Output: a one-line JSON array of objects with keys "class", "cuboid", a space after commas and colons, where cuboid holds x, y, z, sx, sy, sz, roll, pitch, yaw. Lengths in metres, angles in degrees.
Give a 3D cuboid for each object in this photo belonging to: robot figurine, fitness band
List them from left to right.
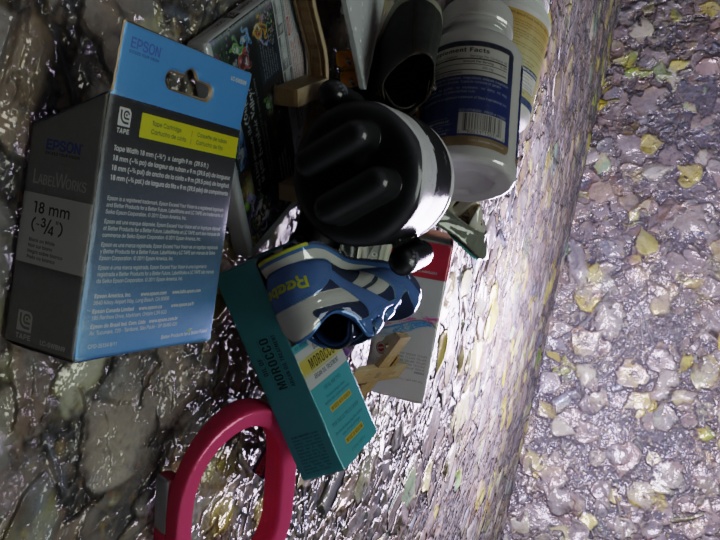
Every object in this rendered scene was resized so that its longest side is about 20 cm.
[{"class": "fitness band", "cuboid": [-0.119, 0.214, 0.711, 0.142, 0.037, 0.204, -15, 118, -45]}, {"class": "robot figurine", "cuboid": [0.013, -0.084, 0.702, 0.200, 0.123, 0.153, -12, 116, -70]}]

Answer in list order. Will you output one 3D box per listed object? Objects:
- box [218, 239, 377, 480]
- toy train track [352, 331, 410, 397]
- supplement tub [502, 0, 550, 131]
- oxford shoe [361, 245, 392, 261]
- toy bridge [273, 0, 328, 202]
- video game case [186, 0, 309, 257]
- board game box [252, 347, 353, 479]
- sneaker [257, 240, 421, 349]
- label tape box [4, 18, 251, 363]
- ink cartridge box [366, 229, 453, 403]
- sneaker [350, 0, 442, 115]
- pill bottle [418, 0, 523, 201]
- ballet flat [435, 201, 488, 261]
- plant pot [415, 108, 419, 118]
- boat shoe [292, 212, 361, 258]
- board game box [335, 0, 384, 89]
[{"class": "box", "cuboid": [-0.056, 0.080, 0.715, 0.082, 0.049, 0.203, -32, 100, -62]}, {"class": "toy train track", "cuboid": [-0.012, 0.143, 0.917, 0.114, 0.033, 0.201, 5, 125, -56]}, {"class": "supplement tub", "cuboid": [0.195, -0.313, 1.128, 0.144, 0.142, 0.204, 31, 73, -66]}, {"class": "oxford shoe", "cuboid": [0.000, 0.000, 0.934, 0.076, 0.057, 0.202, -89, -172, -51]}, {"class": "toy bridge", "cuboid": [-0.051, -0.162, 0.701, 0.067, 0.027, 0.204, -43, 138, -57]}, {"class": "video game case", "cuboid": [-0.080, -0.146, 0.706, 0.183, 0.023, 0.203, -56, 150, -44]}, {"class": "board game box", "cuboid": [-0.045, 0.124, 0.849, 0.120, 0.032, 0.201, -55, 180, 44]}, {"class": "sneaker", "cuboid": [-0.011, 0.034, 0.698, 0.198, 0.073, 0.084, 11, 56, -50]}, {"class": "label tape box", "cuboid": [-0.151, -0.050, 0.526, 0.144, 0.062, 0.204, -1, 101, -67]}, {"class": "ink cartridge box", "cuboid": [0.063, 0.049, 1.008, 0.148, 0.084, 0.204, -57, 159, -81]}, {"class": "sneaker", "cuboid": [0.027, -0.173, 0.804, 0.201, 0.073, 0.107, 111, -10, -46]}, {"class": "pill bottle", "cuboid": [0.119, -0.187, 0.841, 0.111, 0.109, 0.204, 47, 47, -63]}, {"class": "ballet flat", "cuboid": [0.110, -0.072, 0.923, 0.064, 0.068, 0.199, -46, 133, 17]}, {"class": "plant pot", "cuboid": [0.104, -0.172, 0.985, 0.200, 0.138, 0.204, 11, 90, -68]}, {"class": "boat shoe", "cuboid": [-0.046, -0.003, 0.792, 0.068, 0.071, 0.204, 19, 85, -71]}, {"class": "board game box", "cuboid": [-0.011, -0.310, 0.726, 0.202, 0.025, 0.202, 74, 19, -48]}]
